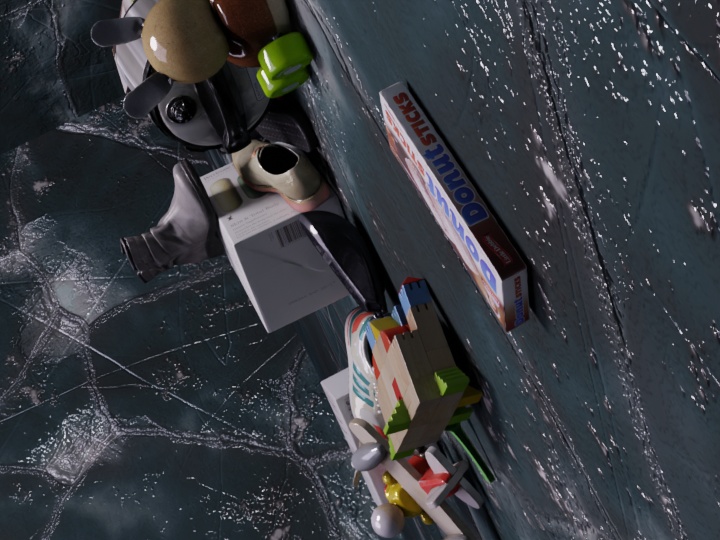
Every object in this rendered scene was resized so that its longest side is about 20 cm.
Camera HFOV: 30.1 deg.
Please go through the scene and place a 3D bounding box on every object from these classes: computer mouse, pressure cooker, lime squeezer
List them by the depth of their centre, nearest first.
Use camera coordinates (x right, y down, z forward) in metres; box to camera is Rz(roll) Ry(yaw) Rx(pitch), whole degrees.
[{"bbox_3d":[0.098,0.154,1.498,0.071,0.037,0.201,54,167,55],"label":"lime squeezer"},{"bbox_3d":[-0.197,-0.245,1.645,0.175,0.180,0.200,17,-159,-35],"label":"pressure cooker"},{"bbox_3d":[0.000,0.000,1.649,0.201,0.053,0.138,54,175,-4],"label":"computer mouse"}]

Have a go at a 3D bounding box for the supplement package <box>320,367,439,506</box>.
[{"bbox_3d":[0.039,0.234,1.918,0.202,0.113,0.109,67,172,-13],"label":"supplement package"}]

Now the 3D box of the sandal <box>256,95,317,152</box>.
[{"bbox_3d":[-0.101,-0.200,1.722,0.199,0.045,0.076,30,154,52],"label":"sandal"}]

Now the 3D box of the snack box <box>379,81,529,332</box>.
[{"bbox_3d":[0.070,-0.051,1.011,0.201,0.024,0.072,60,171,33],"label":"snack box"}]

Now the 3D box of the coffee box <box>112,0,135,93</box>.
[{"bbox_3d":[-0.260,-0.332,1.795,0.081,0.112,0.200,69,153,24],"label":"coffee box"}]

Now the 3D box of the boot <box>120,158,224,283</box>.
[{"bbox_3d":[-0.257,-0.055,1.767,0.201,0.130,0.070,82,164,-54],"label":"boot"}]

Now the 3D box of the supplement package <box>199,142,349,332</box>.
[{"bbox_3d":[-0.108,-0.052,1.808,0.200,0.150,0.152,54,167,55],"label":"supplement package"}]

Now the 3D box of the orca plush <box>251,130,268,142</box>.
[{"bbox_3d":[-0.208,-0.242,2.209,0.106,0.071,0.200,68,172,-30],"label":"orca plush"}]

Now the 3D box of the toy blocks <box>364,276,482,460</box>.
[{"bbox_3d":[0.050,0.098,1.406,0.201,0.099,0.138,106,147,-62],"label":"toy blocks"}]

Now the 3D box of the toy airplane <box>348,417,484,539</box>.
[{"bbox_3d":[0.074,0.295,1.745,0.200,0.141,0.200,39,168,39],"label":"toy airplane"}]

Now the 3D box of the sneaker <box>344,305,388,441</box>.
[{"bbox_3d":[0.025,0.150,1.795,0.093,0.069,0.202,-151,51,-73],"label":"sneaker"}]

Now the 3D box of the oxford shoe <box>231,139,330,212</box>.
[{"bbox_3d":[-0.113,-0.142,1.726,0.199,0.071,0.074,27,157,48],"label":"oxford shoe"}]

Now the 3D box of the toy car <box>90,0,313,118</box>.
[{"bbox_3d":[-0.174,-0.244,1.410,0.166,0.198,0.158,63,173,3],"label":"toy car"}]
